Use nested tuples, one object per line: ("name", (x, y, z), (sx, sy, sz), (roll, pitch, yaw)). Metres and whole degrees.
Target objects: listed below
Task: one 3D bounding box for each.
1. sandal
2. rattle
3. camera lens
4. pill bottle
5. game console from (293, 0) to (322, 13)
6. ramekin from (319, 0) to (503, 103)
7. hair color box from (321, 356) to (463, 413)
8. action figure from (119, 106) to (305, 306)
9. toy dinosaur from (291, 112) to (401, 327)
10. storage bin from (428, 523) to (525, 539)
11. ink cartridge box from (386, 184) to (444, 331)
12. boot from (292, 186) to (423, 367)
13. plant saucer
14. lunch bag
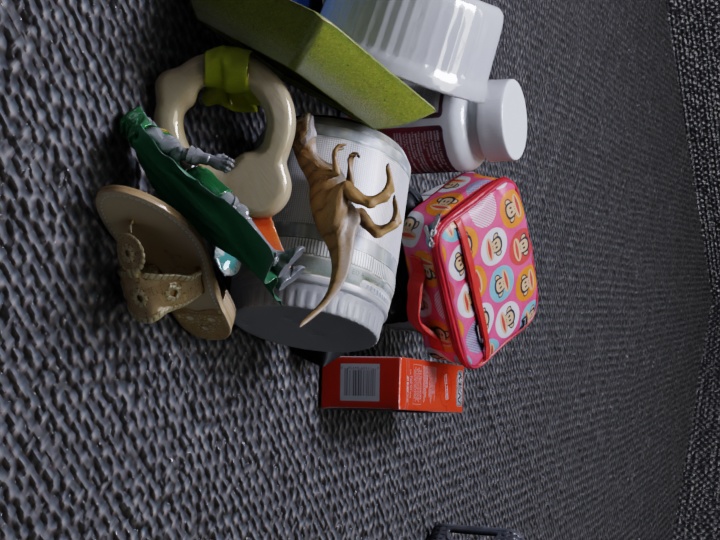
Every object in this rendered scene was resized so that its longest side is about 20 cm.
("sandal", (-0.162, 0.019, 0.995), (0.212, 0.077, 0.070), (63, 33, -53))
("rattle", (-0.108, -0.094, 1.080), (0.201, 0.129, 0.143), (66, -12, -4))
("camera lens", (-0.039, -0.038, 1.158), (0.160, 0.159, 0.202), (41, 53, -57))
("pill bottle", (0.085, -0.167, 1.377), (0.109, 0.198, 0.111), (-1, 90, -64))
("game console", (-0.047, -0.330, 1.212), (0.200, 0.175, 0.117), (14, 48, -64))
("ramekin", (0.052, -0.253, 1.239), (0.200, 0.199, 0.099), (-10, 121, -64))
("hair color box", (0.041, 0.135, 1.391), (0.200, 0.101, 0.062), (14, 76, -63))
("action figure", (-0.128, -0.063, 0.977), (0.055, 0.200, 0.118), (-42, 167, -18))
("toy dinosaur", (-0.017, -0.044, 1.058), (0.060, 0.105, 0.202), (74, 4, -66))
("storage bin", (0.160, 0.446, 1.592), (0.094, 0.134, 0.201), (-58, 139, -49))
("ink cartridge box", (0.104, -0.021, 1.492), (0.200, 0.082, 0.148), (-29, 120, -61))
("boot", (0.000, 0.001, 1.316), (0.199, 0.065, 0.167), (-19, 112, -52))
("plant saucer", (-0.056, -0.199, 1.092), (0.199, 0.199, 0.048), (28, 93, -53))
("lunch bag", (0.117, 0.004, 1.356), (0.176, 0.082, 0.201), (-36, 123, -34))
